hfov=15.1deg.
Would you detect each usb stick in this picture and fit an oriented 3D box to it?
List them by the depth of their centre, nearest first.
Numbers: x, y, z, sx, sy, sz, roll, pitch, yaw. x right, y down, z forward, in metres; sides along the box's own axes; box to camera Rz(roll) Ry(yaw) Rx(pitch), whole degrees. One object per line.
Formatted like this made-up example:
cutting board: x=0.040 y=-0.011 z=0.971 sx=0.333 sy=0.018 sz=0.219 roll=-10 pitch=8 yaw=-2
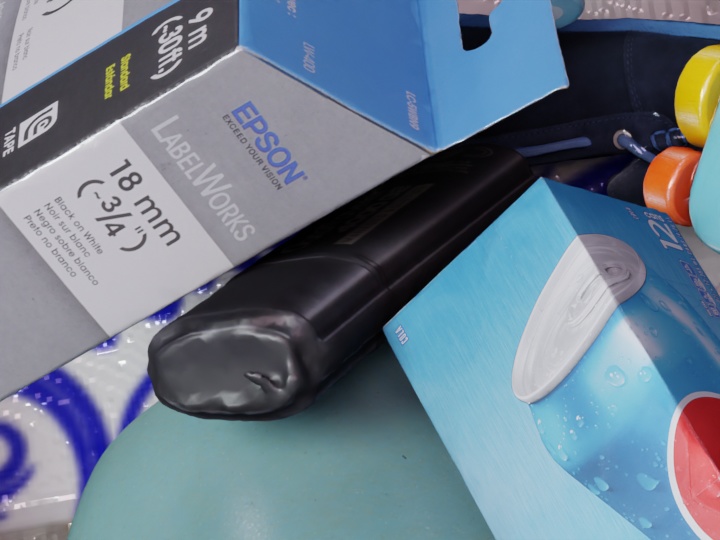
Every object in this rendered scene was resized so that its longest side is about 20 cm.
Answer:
usb stick: x=0.000 y=0.000 z=0.797 sx=0.055 sy=0.200 sz=0.033 roll=-8 pitch=103 yaw=24

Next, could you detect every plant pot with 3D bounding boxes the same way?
plant pot: x=-0.002 y=0.119 z=0.801 sx=0.200 sy=0.201 sz=0.161 roll=-22 pitch=59 yaw=1

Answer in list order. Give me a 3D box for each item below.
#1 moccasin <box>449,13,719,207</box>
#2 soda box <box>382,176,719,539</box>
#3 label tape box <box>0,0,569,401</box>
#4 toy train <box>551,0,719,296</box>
moccasin: x=0.100 y=-0.046 z=0.890 sx=0.200 sy=0.080 sz=0.068 roll=5 pitch=91 yaw=33
soda box: x=0.087 y=0.075 z=0.699 sx=0.068 sy=0.064 sz=0.200 roll=-44 pitch=58 yaw=25
label tape box: x=-0.046 y=-0.060 z=0.795 sx=0.200 sy=0.063 sz=0.144 roll=-29 pitch=28 yaw=15
toy train: x=0.101 y=-0.065 z=0.809 sx=0.150 sy=0.056 sz=0.200 roll=-33 pitch=54 yaw=36
